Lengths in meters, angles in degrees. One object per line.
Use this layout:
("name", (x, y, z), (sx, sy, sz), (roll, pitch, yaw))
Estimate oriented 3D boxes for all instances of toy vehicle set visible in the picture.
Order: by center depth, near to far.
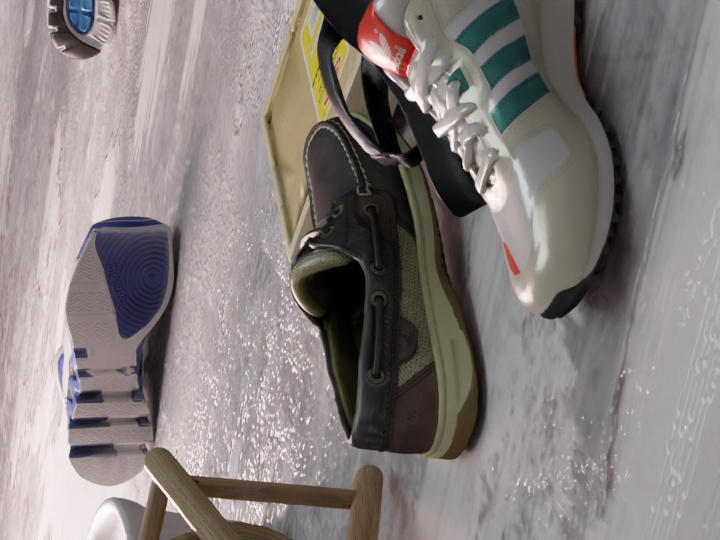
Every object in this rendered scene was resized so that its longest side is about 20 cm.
("toy vehicle set", (-0.009, -0.116, 1.128), (0.124, 0.026, 0.200), (-103, 25, -45))

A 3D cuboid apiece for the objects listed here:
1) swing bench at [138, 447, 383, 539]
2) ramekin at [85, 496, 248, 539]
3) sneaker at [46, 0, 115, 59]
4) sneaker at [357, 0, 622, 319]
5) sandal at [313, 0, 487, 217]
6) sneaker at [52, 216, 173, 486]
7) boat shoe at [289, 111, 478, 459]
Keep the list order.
("swing bench", (-0.044, 0.221, 0.998), (0.200, 0.130, 0.199), (-118, 37, -59))
("ramekin", (-0.107, 0.236, 1.245), (0.200, 0.098, 0.201), (-175, 90, -73))
("sneaker", (-0.251, -0.294, 1.904), (0.087, 0.075, 0.200), (-128, 46, -73))
("sneaker", (0.044, -0.070, 0.863), (0.070, 0.093, 0.200), (122, 149, -55))
("sandal", (0.004, -0.091, 0.977), (0.043, 0.076, 0.200), (-36, 52, 7))
("sneaker", (-0.198, 0.052, 1.615), (0.115, 0.080, 0.200), (-143, 58, -67))
("boat shoe", (0.000, 0.001, 1.001), (0.072, 0.066, 0.201), (119, 144, -43))
